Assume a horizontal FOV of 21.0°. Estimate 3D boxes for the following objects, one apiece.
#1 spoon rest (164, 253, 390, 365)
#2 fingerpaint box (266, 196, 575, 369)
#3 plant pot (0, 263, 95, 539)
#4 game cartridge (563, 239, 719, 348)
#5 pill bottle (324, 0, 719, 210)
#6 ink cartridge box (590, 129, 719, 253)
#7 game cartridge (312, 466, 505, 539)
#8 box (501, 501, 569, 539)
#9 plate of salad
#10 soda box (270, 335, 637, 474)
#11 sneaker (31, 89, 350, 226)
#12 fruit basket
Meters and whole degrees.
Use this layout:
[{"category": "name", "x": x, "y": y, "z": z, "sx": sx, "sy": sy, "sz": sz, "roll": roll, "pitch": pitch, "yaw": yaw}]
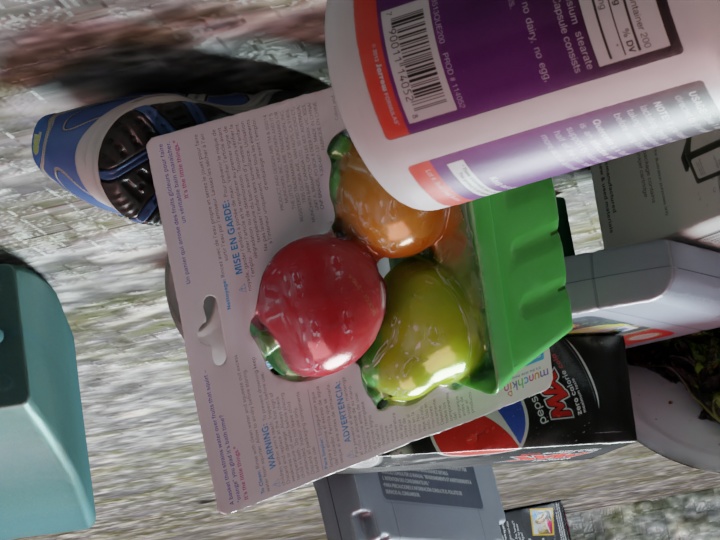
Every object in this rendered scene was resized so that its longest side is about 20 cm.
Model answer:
[{"category": "spoon rest", "x": -0.044, "y": 0.007, "z": 1.075, "sx": 0.060, "sy": 0.100, "sz": 0.199, "roll": -6, "pitch": -177, "yaw": -37}, {"category": "fingerpaint box", "x": 0.012, "y": 0.012, "z": 1.241, "sx": 0.199, "sy": 0.074, "sz": 0.167, "roll": 0, "pitch": 163, "yaw": -31}, {"category": "plant pot", "x": -0.247, "y": 0.077, "z": 1.217, "sx": 0.140, "sy": 0.142, "sz": 0.200, "roll": -7, "pitch": 158, "yaw": -8}, {"category": "game cartridge", "x": 0.114, "y": 0.024, "z": 1.117, "sx": 0.199, "sy": 0.041, "sz": 0.133, "roll": -15, "pitch": 161, "yaw": 36}, {"category": "pill bottle", "x": 0.093, "y": -0.100, "z": 0.779, "sx": 0.199, "sy": 0.113, "sz": 0.112, "roll": -15, "pitch": 165, "yaw": 23}, {"category": "ink cartridge box", "x": 0.246, "y": -0.066, "z": 1.066, "sx": 0.145, "sy": 0.085, "sz": 0.199, "roll": 4, "pitch": 162, "yaw": -40}, {"category": "game cartridge", "x": 0.024, "y": 0.110, "z": 1.204, "sx": 0.041, "sy": 0.134, "sz": 0.200, "roll": -26, "pitch": 159, "yaw": 23}, {"category": "box", "x": 0.260, "y": 0.428, "z": 2.889, "sx": 0.114, "sy": 0.133, "sz": 0.200, "roll": -12, "pitch": 165, "yaw": 6}, {"category": "plate of salad", "x": 0.232, "y": 0.038, "z": 1.167, "sx": 0.198, "sy": 0.201, "sz": 0.048, "roll": -9, "pitch": 136, "yaw": 0}, {"category": "soda box", "x": 0.051, "y": 0.077, "z": 1.097, "sx": 0.198, "sy": 0.064, "sz": 0.071, "roll": -2, "pitch": 167, "yaw": -18}, {"category": "sneaker", "x": -0.074, "y": -0.058, "z": 0.956, "sx": 0.077, "sy": 0.076, "sz": 0.199, "roll": 13, "pitch": -176, "yaw": 37}, {"category": "fruit basket", "x": 0.000, "y": 0.000, "z": 0.939, "sx": 0.199, "sy": 0.187, "sz": 0.094, "roll": -17, "pitch": -162, "yaw": -21}]
